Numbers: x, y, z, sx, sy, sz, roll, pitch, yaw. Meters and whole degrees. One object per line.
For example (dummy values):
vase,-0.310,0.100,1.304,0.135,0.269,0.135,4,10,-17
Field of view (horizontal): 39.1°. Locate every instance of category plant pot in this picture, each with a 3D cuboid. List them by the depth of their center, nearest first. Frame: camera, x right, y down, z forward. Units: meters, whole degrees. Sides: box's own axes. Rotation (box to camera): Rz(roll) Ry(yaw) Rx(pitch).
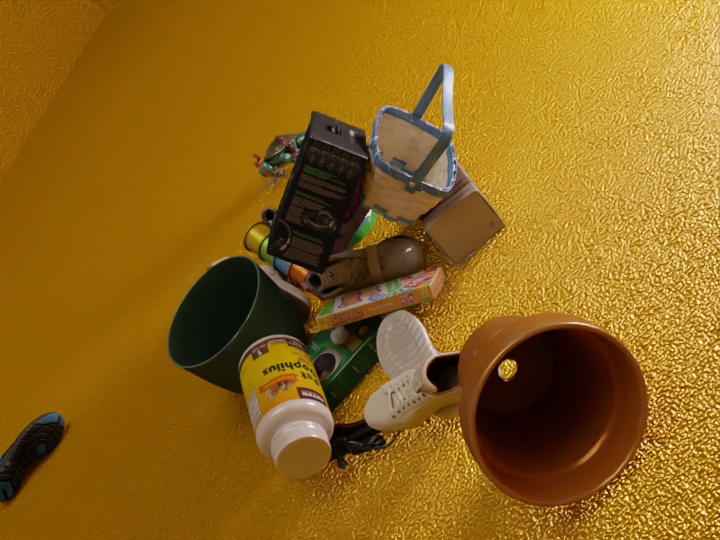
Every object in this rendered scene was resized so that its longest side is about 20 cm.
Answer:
plant pot,0.194,0.134,1.146,0.200,0.200,0.183,-44,15,1
plant pot,-0.181,0.104,1.616,0.199,0.161,0.202,-27,42,27

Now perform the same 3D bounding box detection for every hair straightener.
hair straightener,-0.006,0.242,1.389,0.198,0.041,0.078,-20,39,28

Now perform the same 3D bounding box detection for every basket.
basket,0.081,-0.181,1.474,0.178,0.137,0.201,-82,16,-45

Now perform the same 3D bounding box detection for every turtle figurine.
turtle figurine,-0.134,-0.227,2.014,0.200,0.101,0.150,-43,31,-7

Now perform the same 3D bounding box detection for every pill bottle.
pill bottle,-0.101,0.189,1.406,0.109,0.109,0.201,-38,38,10

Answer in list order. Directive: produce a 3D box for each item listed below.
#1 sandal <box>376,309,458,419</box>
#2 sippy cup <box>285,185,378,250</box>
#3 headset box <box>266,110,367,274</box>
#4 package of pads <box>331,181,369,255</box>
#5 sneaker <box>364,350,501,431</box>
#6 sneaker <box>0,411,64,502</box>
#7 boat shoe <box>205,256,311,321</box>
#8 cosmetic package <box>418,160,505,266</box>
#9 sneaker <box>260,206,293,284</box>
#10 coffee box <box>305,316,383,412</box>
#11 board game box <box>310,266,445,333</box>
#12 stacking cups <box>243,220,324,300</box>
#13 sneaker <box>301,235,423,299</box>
sandal,0.083,0.135,1.389,0.082,0.050,0.203,-44,46,9
sippy cup,-0.057,-0.119,1.751,0.178,0.131,0.139,-46,34,-12
headset box,-0.060,-0.126,1.509,0.175,0.092,0.202,-91,22,-69
package of pads,-0.047,-0.113,1.651,0.201,0.120,0.076,-56,20,16
sneaker,0.075,0.145,1.298,0.198,0.084,0.074,-27,56,25
sneaker,-0.663,0.352,1.990,0.200,0.073,0.082,-49,30,-8
boat shoe,-0.162,0.022,1.717,0.198,0.071,0.069,24,39,13
cosmetic package,0.132,-0.110,1.570,0.103,0.087,0.201,-39,32,8
sneaker,-0.148,-0.048,1.831,0.077,0.082,0.201,-40,34,7
coffee box,-0.043,0.141,1.532,0.200,0.044,0.123,-48,32,-5
board game box,0.022,0.044,1.484,0.198,0.030,0.096,-20,11,19
stacking cups,-0.121,-0.012,1.725,0.061,0.061,0.199,-48,54,-5
sneaker,0.000,0.000,1.566,0.114,0.076,0.199,-15,0,-45
